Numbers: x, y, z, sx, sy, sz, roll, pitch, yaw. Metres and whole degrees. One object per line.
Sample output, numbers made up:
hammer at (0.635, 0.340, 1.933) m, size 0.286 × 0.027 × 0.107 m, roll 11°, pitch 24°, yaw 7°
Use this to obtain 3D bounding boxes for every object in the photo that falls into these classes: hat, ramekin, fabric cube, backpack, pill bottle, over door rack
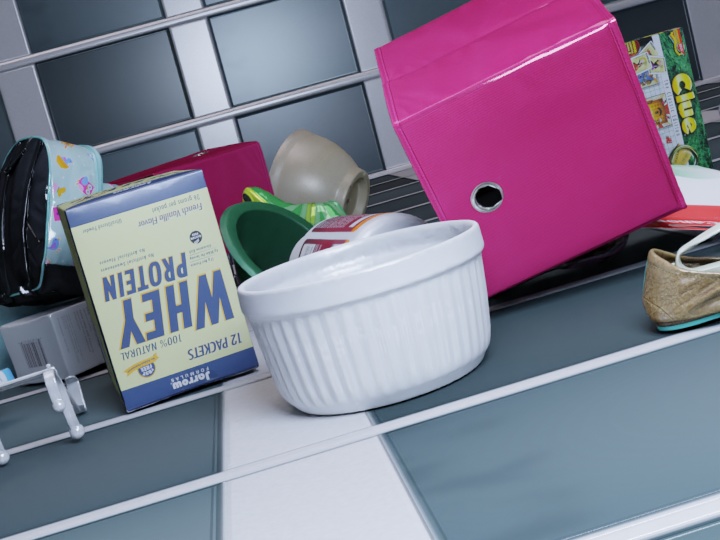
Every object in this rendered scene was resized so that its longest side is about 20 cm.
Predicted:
hat at (-0.126, 0.032, 1.424) m, size 0.199 × 0.166 × 0.176 m, roll 0°, pitch -43°, yaw -47°
ramekin at (0.009, 0.037, 0.918) m, size 0.198 × 0.106 × 0.200 m, roll -15°, pitch 7°, yaw 2°
fabric cube at (-0.259, -0.068, 1.761) m, size 0.198 × 0.202 × 0.195 m, roll -23°, pitch 12°, yaw -40°
fabric cube at (0.147, -0.130, 1.045) m, size 0.198 × 0.197 × 0.201 m, roll -24°, pitch 29°, yaw 9°
backpack at (-0.377, -0.063, 1.437) m, size 0.152 × 0.202 × 0.175 m, roll -2°, pitch -7°, yaw -38°
pill bottle at (0.000, 0.000, 1.162) m, size 0.112 × 0.114 × 0.200 m, roll -18°, pitch 9°, yaw -21°
over door rack at (-0.322, 0.140, 1.032) m, size 0.146 × 0.067 × 0.200 m, roll -17°, pitch -6°, yaw -10°

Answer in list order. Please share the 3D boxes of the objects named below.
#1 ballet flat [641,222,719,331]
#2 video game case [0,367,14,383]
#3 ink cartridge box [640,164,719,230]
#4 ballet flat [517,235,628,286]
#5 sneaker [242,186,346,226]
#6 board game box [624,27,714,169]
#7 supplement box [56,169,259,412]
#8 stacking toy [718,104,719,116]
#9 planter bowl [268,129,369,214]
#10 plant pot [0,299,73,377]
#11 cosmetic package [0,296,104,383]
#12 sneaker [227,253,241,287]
ballet flat at (0.295, -0.010, 0.815) m, size 0.198 × 0.073 × 0.068 m, roll -12°, pitch 8°, yaw 22°
video game case at (-0.457, 0.161, 1.147) m, size 0.143 × 0.018 × 0.200 m, roll -30°, pitch -1°, yaw 34°
ink cartridge box at (0.297, -0.074, 1.124) m, size 0.159 × 0.051 × 0.200 m, roll 1°, pitch 8°, yaw -11°
ballet flat at (0.168, -0.023, 1.144) m, size 0.198 × 0.070 × 0.071 m, roll -12°, pitch -12°, yaw 3°
sneaker at (-0.066, -0.054, 1.516) m, size 0.199 × 0.074 × 0.084 m, roll 27°, pitch 47°, yaw 10°
board game box at (0.395, -0.207, 1.515) m, size 0.104 × 0.202 × 0.023 m, roll -18°, pitch 7°, yaw -18°
supplement box at (-0.209, 0.012, 1.162) m, size 0.133 × 0.202 × 0.200 m, roll -18°, pitch 10°, yaw -15°
stacking toy at (0.747, -0.344, 2.164) m, size 0.199 × 0.147 × 0.146 m, roll -33°, pitch 11°, yaw -9°
planter bowl at (-0.066, -0.132, 2.020) m, size 0.134 × 0.202 × 0.200 m, roll 17°, pitch 20°, yaw 20°
plant pot at (-0.453, 0.057, 1.565) m, size 0.198 × 0.136 × 0.200 m, roll -15°, pitch 7°, yaw 2°
cosmetic package at (-0.322, 0.068, 1.425) m, size 0.112 × 0.082 × 0.199 m, roll -12°, pitch 10°, yaw 39°
sneaker at (-0.139, 0.008, 1.606) m, size 0.199 × 0.071 × 0.082 m, roll -22°, pitch -37°, yaw 24°
